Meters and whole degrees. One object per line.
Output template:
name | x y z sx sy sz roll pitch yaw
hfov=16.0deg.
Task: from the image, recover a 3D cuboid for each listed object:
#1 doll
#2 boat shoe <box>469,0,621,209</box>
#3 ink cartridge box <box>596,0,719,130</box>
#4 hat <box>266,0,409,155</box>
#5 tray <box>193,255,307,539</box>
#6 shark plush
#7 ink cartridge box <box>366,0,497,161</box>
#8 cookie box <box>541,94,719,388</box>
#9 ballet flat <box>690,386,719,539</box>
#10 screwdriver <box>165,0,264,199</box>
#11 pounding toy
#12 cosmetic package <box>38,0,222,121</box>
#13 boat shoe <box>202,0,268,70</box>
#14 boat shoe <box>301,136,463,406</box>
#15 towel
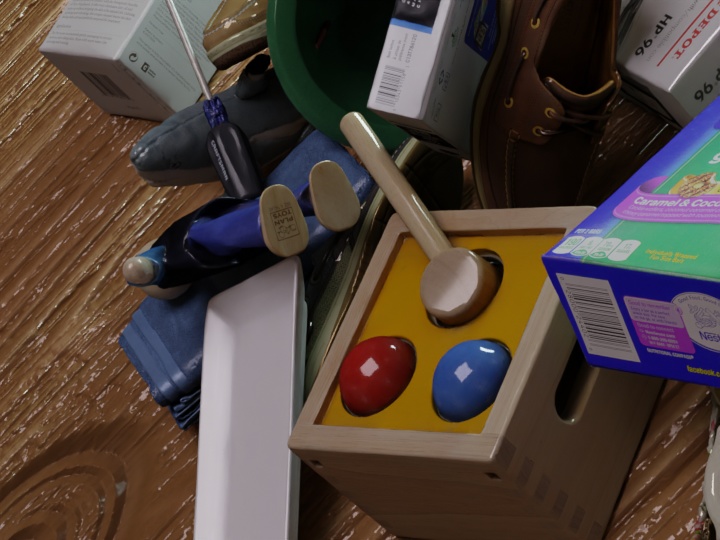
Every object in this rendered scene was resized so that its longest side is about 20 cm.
doll | -0.087 -0.018 1.570 0.136 0.049 0.200 -26 4 -33
boat shoe | 0.110 -0.101 1.466 0.068 0.071 0.202 -140 51 -57
ink cartridge box | 0.201 -0.146 1.490 0.116 0.068 0.200 -49 36 -1
hat | 0.016 -0.170 1.709 0.176 0.164 0.201 162 126 -83
tray | -0.062 0.100 1.522 0.107 0.022 0.202 -27 56 53
shark plush | -0.060 -0.111 1.721 0.199 0.083 0.091 -28 56 1
ink cartridge box | 0.057 -0.121 1.501 0.039 0.200 0.100 14 87 18
cookie box | 0.222 -0.027 1.298 0.200 0.076 0.171 -40 29 -30
ballet flat | 0.201 0.082 1.281 0.075 0.064 0.201 -20 43 32
screwdriver | -0.103 -0.125 1.676 0.028 0.029 0.201 -16 68 -14
pounding toy | 0.057 0.029 1.413 0.183 0.142 0.201 -1 57 45
cosmetic package | -0.136 -0.217 1.895 0.107 0.085 0.201 13 66 50
boat shoe | -0.065 -0.199 1.742 0.071 0.077 0.200 -22 14 26
boat shoe | 0.000 0.000 1.560 0.065 0.073 0.201 5 61 42
towel | -0.066 0.004 1.646 0.200 0.049 0.112 -46 35 5
